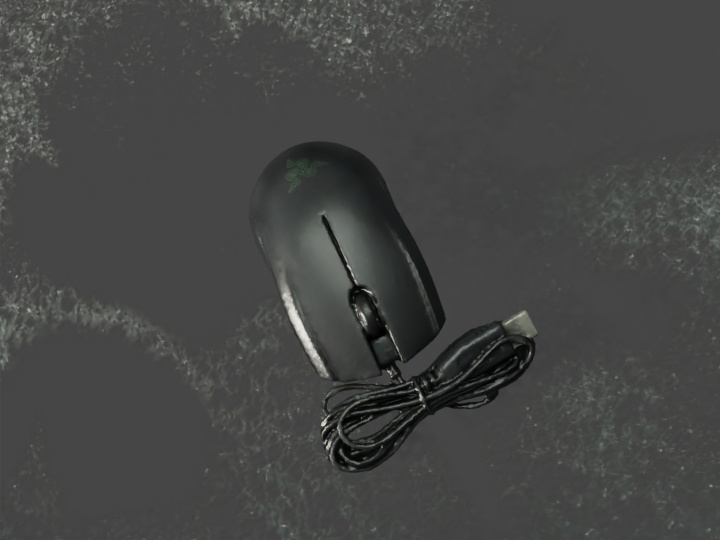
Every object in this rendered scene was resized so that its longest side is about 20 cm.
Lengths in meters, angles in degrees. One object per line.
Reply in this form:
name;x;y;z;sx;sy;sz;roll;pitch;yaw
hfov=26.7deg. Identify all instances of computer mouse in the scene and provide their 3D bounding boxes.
computer mouse;0.000;0.000;0.875;0.138;0.053;0.201;-30;67;-3
